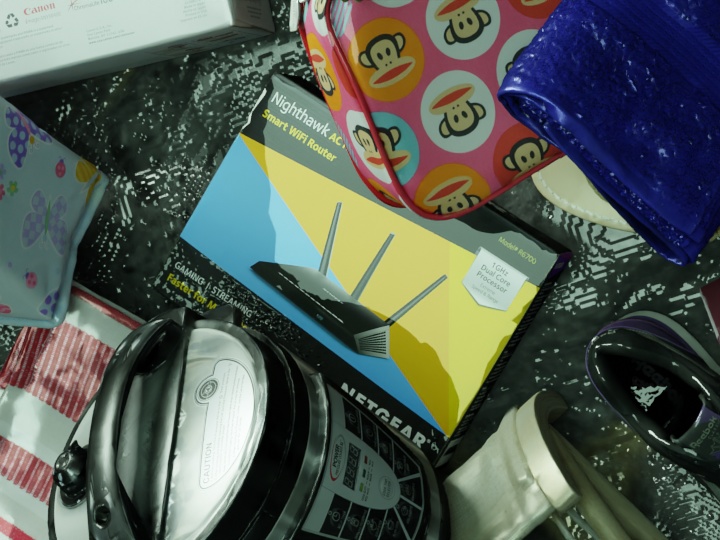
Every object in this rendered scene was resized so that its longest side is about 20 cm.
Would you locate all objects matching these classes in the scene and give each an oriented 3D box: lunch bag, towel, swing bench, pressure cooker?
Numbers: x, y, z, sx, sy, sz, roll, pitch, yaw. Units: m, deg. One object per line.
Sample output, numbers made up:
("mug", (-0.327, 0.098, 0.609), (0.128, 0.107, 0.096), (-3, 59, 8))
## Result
("lunch bag", (0.068, -0.140, 1.506), (0.199, 0.082, 0.177), (-27, 106, -13))
("lunch bag", (-0.277, -0.042, 1.592), (0.199, 0.170, 0.128), (3, 65, 35))
("towel", (0.179, -0.123, 1.476), (0.148, 0.049, 0.201), (41, 70, -20))
("towel", (-0.164, 0.122, 1.602), (0.143, 0.023, 0.201), (28, 94, 14))
("swing bench", (0.085, 0.207, 1.545), (0.199, 0.130, 0.200), (-44, 82, 15))
("pressure cooker", (-0.071, 0.127, 1.484), (0.179, 0.200, 0.176), (-52, 36, 1))

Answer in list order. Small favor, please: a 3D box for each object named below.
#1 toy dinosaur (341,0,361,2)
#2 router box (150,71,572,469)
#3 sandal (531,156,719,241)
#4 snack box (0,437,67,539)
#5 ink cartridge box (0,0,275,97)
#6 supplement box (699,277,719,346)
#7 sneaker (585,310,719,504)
("toy dinosaur", (0.066, -0.197, 1.447), (0.199, 0.058, 0.102), (-14, 105, -4))
("router box", (0.000, 0.000, 1.598), (0.199, 0.051, 0.150), (33, 99, 12))
("sandal", (0.191, -0.050, 1.533), (0.210, 0.070, 0.078), (13, 96, 15))
("snack box", (-0.196, 0.197, 1.656), (0.167, 0.068, 0.202), (0, 90, 15))
("ink cartridge box", (-0.168, -0.204, 1.620), (0.199, 0.084, 0.177), (-11, 89, 16))
("supplement box", (0.288, 0.010, 1.472), (0.199, 0.109, 0.061), (-26, 114, 9))
("sneaker", (0.205, 0.102, 1.527), (0.199, 0.088, 0.076), (35, 101, 11))
